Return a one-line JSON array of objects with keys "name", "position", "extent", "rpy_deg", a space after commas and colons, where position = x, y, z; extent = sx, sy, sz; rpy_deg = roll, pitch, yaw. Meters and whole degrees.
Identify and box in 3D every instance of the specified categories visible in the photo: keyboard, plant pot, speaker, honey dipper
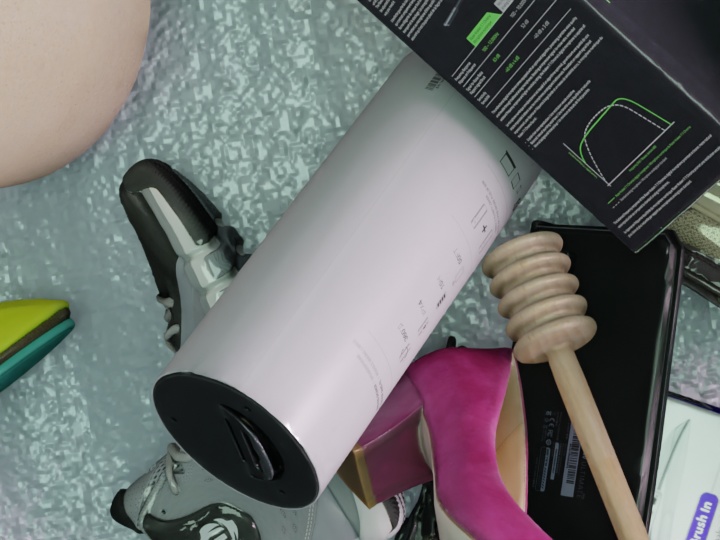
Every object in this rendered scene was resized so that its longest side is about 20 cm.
[{"name": "keyboard", "position": [0.076, 0.078, 0.821], "extent": [0.127, 0.021, 0.201], "rpy_deg": [5, 83, 37]}, {"name": "plant pot", "position": [-0.207, -0.101, 0.739], "extent": [0.186, 0.200, 0.188], "rpy_deg": [5, 107, 17]}, {"name": "speaker", "position": [0.000, 0.000, 0.775], "extent": [0.081, 0.081, 0.200], "rpy_deg": [35, 59, 1]}, {"name": "honey dipper", "position": [0.101, 0.078, 0.769], "extent": [0.038, 0.038, 0.201], "rpy_deg": [-21, 68, 2]}]

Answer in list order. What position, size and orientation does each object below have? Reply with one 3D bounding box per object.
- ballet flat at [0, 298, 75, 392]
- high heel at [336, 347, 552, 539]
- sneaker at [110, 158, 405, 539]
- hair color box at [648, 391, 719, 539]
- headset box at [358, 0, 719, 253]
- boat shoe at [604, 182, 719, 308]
[{"name": "ballet flat", "position": [-0.220, 0.065, 0.839], "extent": [0.200, 0.067, 0.067], "rpy_deg": [-42, 88, 4]}, {"name": "high heel", "position": [0.068, 0.092, 0.736], "extent": [0.096, 0.200, 0.068], "rpy_deg": [-25, 120, -18]}, {"name": "sneaker", "position": [-0.077, 0.058, 0.831], "extent": [0.115, 0.075, 0.200], "rpy_deg": [-34, 89, 7]}, {"name": "hair color box", "position": [0.199, 0.132, 0.828], "extent": [0.199, 0.065, 0.110], "rpy_deg": [19, 93, 0]}, {"name": "headset box", "position": [0.101, -0.143, 0.770], "extent": [0.200, 0.093, 0.174], "rpy_deg": [43, 56, 1]}, {"name": "boat shoe", "position": [0.198, 0.015, 0.827], "extent": [0.200, 0.072, 0.066], "rpy_deg": [35, 113, 1]}]
